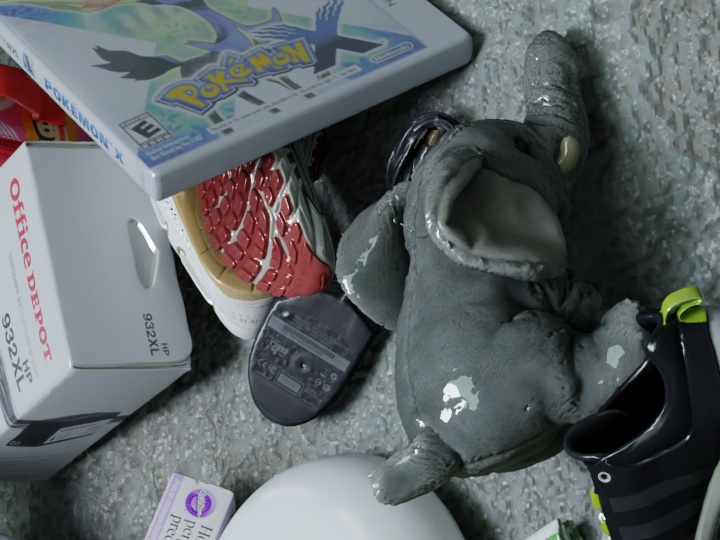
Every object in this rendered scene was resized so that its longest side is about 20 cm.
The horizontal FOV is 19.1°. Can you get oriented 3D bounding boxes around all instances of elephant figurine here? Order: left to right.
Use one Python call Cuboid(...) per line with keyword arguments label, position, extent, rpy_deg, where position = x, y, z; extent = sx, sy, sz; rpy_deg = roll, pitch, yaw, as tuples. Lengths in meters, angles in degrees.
Cuboid(label="elephant figurine", position=(0.058, -0.008, 1.026), extent=(0.141, 0.155, 0.200), rpy_deg=(-27, 78, 20))

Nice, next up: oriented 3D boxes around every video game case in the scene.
Cuboid(label="video game case", position=(-0.073, -0.128, 1.144), extent=(0.182, 0.200, 0.022), rpy_deg=(43, 148, 37))

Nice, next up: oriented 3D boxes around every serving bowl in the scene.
Cuboid(label="serving bowl", position=(-0.025, 0.195, 1.123), extent=(0.200, 0.066, 0.200), rpy_deg=(-8, 79, 47))

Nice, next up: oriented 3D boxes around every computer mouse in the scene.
Cuboid(label="computer mouse", position=(0.000, 0.000, 1.162), extent=(0.059, 0.034, 0.200), rpy_deg=(34, 107, 2))

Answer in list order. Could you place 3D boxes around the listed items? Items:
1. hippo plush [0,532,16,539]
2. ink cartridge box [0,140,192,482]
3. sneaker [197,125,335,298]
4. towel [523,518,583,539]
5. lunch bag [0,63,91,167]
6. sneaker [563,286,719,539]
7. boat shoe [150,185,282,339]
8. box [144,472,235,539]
Cuboid(label="hippo plush", position=(-0.274, 0.179, 1.247), extent=(0.200, 0.161, 0.159), rpy_deg=(-15, 34, 54))
Cuboid(label="ink cartridge box", position=(-0.195, 0.029, 1.288), extent=(0.200, 0.084, 0.145), rpy_deg=(-37, 61, 48))
Cuboid(label="sneaker", position=(-0.044, -0.068, 1.160), extent=(0.078, 0.082, 0.200), rpy_deg=(-60, 37, 40))
Cuboid(label="towel", position=(0.090, 0.244, 1.065), extent=(0.153, 0.023, 0.200), rpy_deg=(-38, 63, 36))
Cuboid(label="lunch bag", position=(-0.263, -0.086, 1.309), extent=(0.176, 0.200, 0.082), rpy_deg=(-19, 69, 42))
Cuboid(label="sneaker", position=(0.125, 0.090, 0.956), extent=(0.072, 0.083, 0.200), rpy_deg=(-96, 21, -60))
Cuboid(label="boat shoe", position=(-0.092, -0.046, 1.232), extent=(0.069, 0.071, 0.200), rpy_deg=(101, 156, -51))
Cuboid(label="box", position=(-0.120, 0.209, 1.170), extent=(0.039, 0.041, 0.200), rpy_deg=(18, 61, 7))
